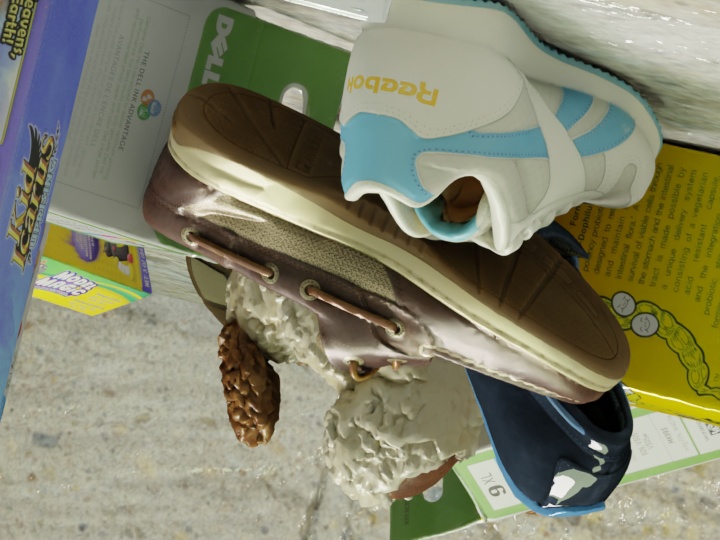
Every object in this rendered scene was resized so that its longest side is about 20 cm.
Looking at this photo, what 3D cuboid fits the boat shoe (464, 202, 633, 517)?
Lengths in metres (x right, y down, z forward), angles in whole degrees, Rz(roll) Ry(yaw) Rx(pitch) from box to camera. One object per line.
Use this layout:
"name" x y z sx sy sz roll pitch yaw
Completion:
"boat shoe" 0.071 0.001 1.105 0.084 0.201 0.069 -14 154 -29

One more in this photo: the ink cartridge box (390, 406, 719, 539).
"ink cartridge box" 0.095 0.059 1.353 0.199 0.104 0.059 -18 133 18

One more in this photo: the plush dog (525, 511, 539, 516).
"plush dog" 0.106 0.028 1.476 0.199 0.161 0.172 10 147 9

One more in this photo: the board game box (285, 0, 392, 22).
"board game box" -0.081 -0.125 0.798 0.199 0.026 0.200 14 176 -1

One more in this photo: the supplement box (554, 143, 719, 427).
"supplement box" 0.181 0.017 1.168 0.199 0.110 0.109 13 175 23

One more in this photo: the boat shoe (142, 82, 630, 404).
"boat shoe" 0.007 0.004 1.037 0.199 0.072 0.072 27 -150 -3

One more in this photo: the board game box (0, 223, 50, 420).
"board game box" -0.178 -0.022 1.270 0.044 0.201 0.134 14 176 1

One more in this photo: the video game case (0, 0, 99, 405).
"video game case" -0.196 -0.051 0.964 0.180 0.201 0.045 13 179 19

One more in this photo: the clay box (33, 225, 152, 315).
"clay box" -0.189 -0.051 1.473 0.047 0.116 0.200 -18 163 20

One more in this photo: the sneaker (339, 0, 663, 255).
"sneaker" 0.050 -0.046 1.005 0.076 0.081 0.200 10 175 32

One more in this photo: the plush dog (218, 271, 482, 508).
"plush dog" 0.000 0.000 1.295 0.161 0.200 0.171 52 150 -19

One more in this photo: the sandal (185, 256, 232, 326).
"sandal" -0.002 -0.007 1.446 0.199 0.082 0.055 -14 -168 29

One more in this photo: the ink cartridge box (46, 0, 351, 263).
"ink cartridge box" -0.105 -0.069 1.066 0.199 0.105 0.059 18 175 -40
